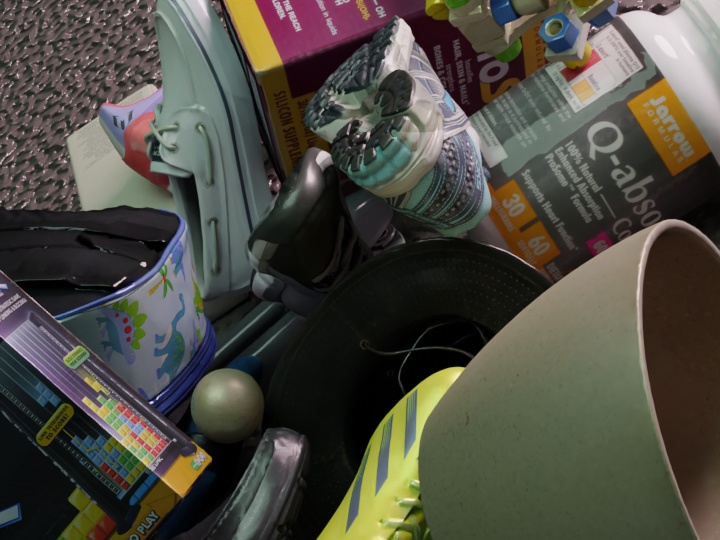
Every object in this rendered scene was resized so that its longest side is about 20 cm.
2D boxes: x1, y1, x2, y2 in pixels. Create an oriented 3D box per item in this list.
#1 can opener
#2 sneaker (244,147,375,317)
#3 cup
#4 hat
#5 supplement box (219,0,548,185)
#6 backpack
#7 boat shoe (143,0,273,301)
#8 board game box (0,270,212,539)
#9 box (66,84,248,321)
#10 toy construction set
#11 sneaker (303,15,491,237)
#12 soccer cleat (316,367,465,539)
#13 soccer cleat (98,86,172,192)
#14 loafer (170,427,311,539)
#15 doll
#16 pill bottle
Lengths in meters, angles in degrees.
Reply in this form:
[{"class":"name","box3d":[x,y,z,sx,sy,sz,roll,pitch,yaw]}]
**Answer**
[{"class":"can opener","box3d":[-0.055,0.026,1.258,0.200,0.067,0.053,-41,36,-14]},{"class":"sneaker","box3d":[0.000,0.000,1.133,0.075,0.115,0.200,-56,-4,-9]},{"class":"cup","box3d":[0.112,0.094,0.944,0.142,0.200,0.201,-20,41,26]},{"class":"hat","box3d":[0.049,0.077,1.095,0.200,0.202,0.081,-24,-1,19]},{"class":"supplement box","box3d":[0.021,-0.149,1.271,0.199,0.131,0.104,-21,54,-5]},{"class":"backpack","box3d":[-0.184,0.045,1.132,0.198,0.148,0.183,-7,22,17]},{"class":"boat shoe","box3d":[-0.101,-0.077,1.261,0.066,0.201,0.073,-21,9,-19]},{"class":"board game box","box3d":[-0.199,0.117,1.026,0.200,0.165,0.057,-49,2,21]},{"class":"box","box3d":[-0.143,-0.039,1.399,0.082,0.068,0.201,-31,38,9]},{"class":"toy construction set","box3d":[0.096,-0.202,1.160,0.130,0.092,0.201,-13,43,30]},{"class":"sneaker","box3d":[0.025,-0.071,1.106,0.078,0.086,0.200,-43,20,14]},{"class":"soccer cleat","box3d":[0.010,0.138,1.004,0.201,0.065,0.084,-54,7,-7]},{"class":"soccer cleat","box3d":[-0.088,-0.121,1.380,0.076,0.067,0.200,42,50,18]},{"class":"loafer","box3d":[-0.089,0.165,1.022,0.070,0.068,0.202,27,81,9]},{"class":"doll","box3d":[-0.094,0.110,1.135,0.200,0.048,0.137,-52,12,57]},{"class":"pill bottle","box3d":[0.147,-0.076,1.157,0.199,0.117,0.117,-34,37,7]}]
